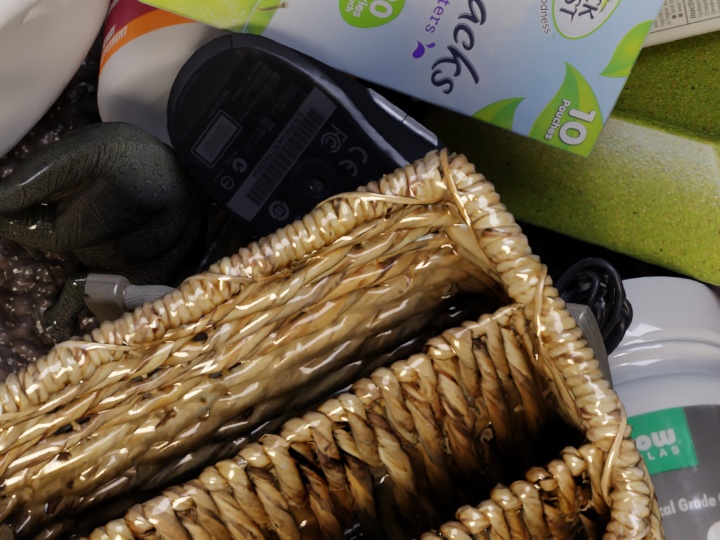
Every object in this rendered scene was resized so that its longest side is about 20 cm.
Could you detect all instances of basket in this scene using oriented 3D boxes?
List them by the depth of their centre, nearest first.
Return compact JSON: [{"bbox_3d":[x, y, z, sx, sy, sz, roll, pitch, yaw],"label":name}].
[{"bbox_3d":[-0.010,0.089,0.867,0.200,0.149,0.143,-27,49,-8],"label":"basket"}]

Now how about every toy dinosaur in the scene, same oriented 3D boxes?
[{"bbox_3d":[-0.103,-0.027,1.133,0.102,0.200,0.077,-27,52,13],"label":"toy dinosaur"}]

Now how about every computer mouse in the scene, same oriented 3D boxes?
[{"bbox_3d":[0.000,0.000,1.118,0.200,0.141,0.046,34,27,3],"label":"computer mouse"}]

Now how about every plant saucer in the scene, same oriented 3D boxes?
[{"bbox_3d":[0.143,-0.090,1.225,0.200,0.048,0.200,19,50,38],"label":"plant saucer"}]

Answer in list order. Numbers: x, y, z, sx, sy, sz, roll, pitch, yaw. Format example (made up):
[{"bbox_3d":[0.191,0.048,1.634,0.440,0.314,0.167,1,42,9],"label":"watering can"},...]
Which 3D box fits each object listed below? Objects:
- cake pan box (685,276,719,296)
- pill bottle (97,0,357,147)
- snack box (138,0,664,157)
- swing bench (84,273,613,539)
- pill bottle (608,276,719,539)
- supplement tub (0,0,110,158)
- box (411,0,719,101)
[{"bbox_3d":[0.246,-0.004,1.260,0.200,0.052,0.184,-10,65,-20],"label":"cake pan box"},{"bbox_3d":[-0.052,-0.145,1.229,0.109,0.110,0.200,9,58,-9],"label":"pill bottle"},{"bbox_3d":[0.026,-0.144,1.109,0.200,0.142,0.053,19,22,-16],"label":"snack box"},{"bbox_3d":[-0.020,0.115,1.033,0.199,0.130,0.200,4,52,21],"label":"swing bench"},{"bbox_3d":[0.124,0.112,1.121,0.113,0.113,0.200,-4,61,-17],"label":"pill bottle"},{"bbox_3d":[-0.218,-0.136,1.160,0.200,0.145,0.145,41,59,11],"label":"supplement tub"},{"bbox_3d":[0.104,-0.149,1.198,0.200,0.095,0.078,-12,36,5],"label":"box"}]
